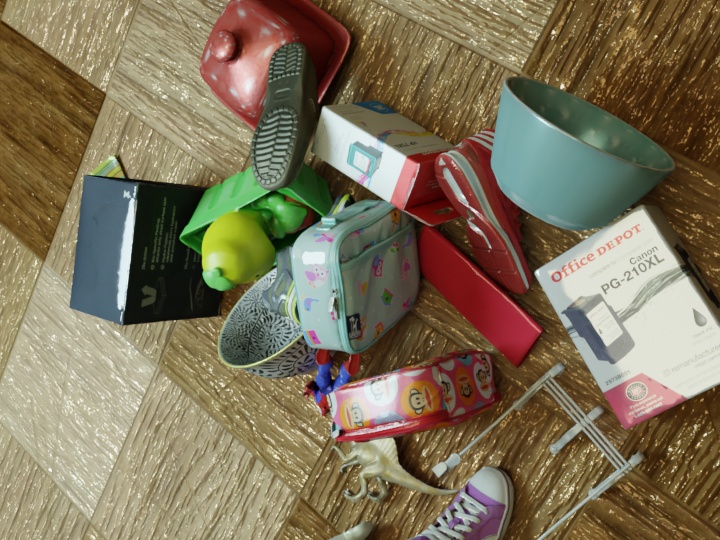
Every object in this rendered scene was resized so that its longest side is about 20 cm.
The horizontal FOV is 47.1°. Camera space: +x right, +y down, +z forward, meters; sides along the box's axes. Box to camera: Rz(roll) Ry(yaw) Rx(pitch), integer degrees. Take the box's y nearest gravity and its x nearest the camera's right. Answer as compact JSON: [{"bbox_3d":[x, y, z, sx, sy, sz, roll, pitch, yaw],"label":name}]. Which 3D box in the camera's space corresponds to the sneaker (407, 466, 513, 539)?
[{"bbox_3d":[0.108,0.318,0.985,0.073,0.114,0.201,24,78,39],"label":"sneaker"}]

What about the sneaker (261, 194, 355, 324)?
[{"bbox_3d":[-0.061,-0.023,1.047,0.081,0.074,0.200,9,52,30],"label":"sneaker"}]

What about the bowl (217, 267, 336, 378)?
[{"bbox_3d":[-0.087,0.079,1.124,0.201,0.094,0.201,-28,32,20],"label":"bowl"}]

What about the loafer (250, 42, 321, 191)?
[{"bbox_3d":[-0.085,-0.191,1.050,0.076,0.067,0.200,1,74,33],"label":"loafer"}]

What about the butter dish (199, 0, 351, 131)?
[{"bbox_3d":[-0.148,-0.295,1.139,0.199,0.148,0.200,41,111,24],"label":"butter dish"}]

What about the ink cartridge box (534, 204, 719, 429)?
[{"bbox_3d":[0.307,0.048,0.901,0.145,0.084,0.200,-36,73,27],"label":"ink cartridge box"}]

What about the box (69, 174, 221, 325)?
[{"bbox_3d":[-0.302,-0.032,1.212,0.117,0.200,0.197,12,97,31],"label":"box"}]

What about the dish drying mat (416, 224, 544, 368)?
[{"bbox_3d":[0.141,0.028,1.031,0.200,0.018,0.077,45,138,22],"label":"dish drying mat"}]

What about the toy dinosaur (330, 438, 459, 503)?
[{"bbox_3d":[0.024,0.263,1.100,0.200,0.058,0.101,38,109,25],"label":"toy dinosaur"}]

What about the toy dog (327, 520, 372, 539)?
[{"bbox_3d":[-0.028,0.465,1.082,0.194,0.139,0.200,-53,55,45],"label":"toy dog"}]

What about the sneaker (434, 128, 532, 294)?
[{"bbox_3d":[0.180,-0.077,0.983,0.078,0.116,0.200,16,139,61],"label":"sneaker"}]

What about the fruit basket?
[{"bbox_3d":[-0.142,-0.043,1.116,0.216,0.155,0.216,-23,51,30],"label":"fruit basket"}]

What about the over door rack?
[{"bbox_3d":[0.206,0.227,0.969,0.200,0.067,0.148,-42,70,4],"label":"over door rack"}]

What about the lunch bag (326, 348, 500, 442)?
[{"bbox_3d":[0.055,0.153,0.994,0.176,0.200,0.082,-18,80,34],"label":"lunch bag"}]

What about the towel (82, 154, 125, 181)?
[{"bbox_3d":[-0.403,-0.089,1.380,0.086,0.018,0.200,-34,74,29],"label":"towel"}]

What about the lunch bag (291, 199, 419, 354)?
[{"bbox_3d":[0.000,0.000,0.998,0.077,0.200,0.161,8,115,29],"label":"lunch bag"}]

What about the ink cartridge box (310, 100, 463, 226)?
[{"bbox_3d":[0.051,-0.138,1.031,0.200,0.116,0.067,35,122,26],"label":"ink cartridge box"}]

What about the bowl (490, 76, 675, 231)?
[{"bbox_3d":[0.221,-0.116,0.891,0.201,0.201,0.105,40,119,25],"label":"bowl"}]

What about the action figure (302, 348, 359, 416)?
[{"bbox_3d":[-0.039,0.153,1.085,0.065,0.200,0.052,13,64,0],"label":"action figure"}]
